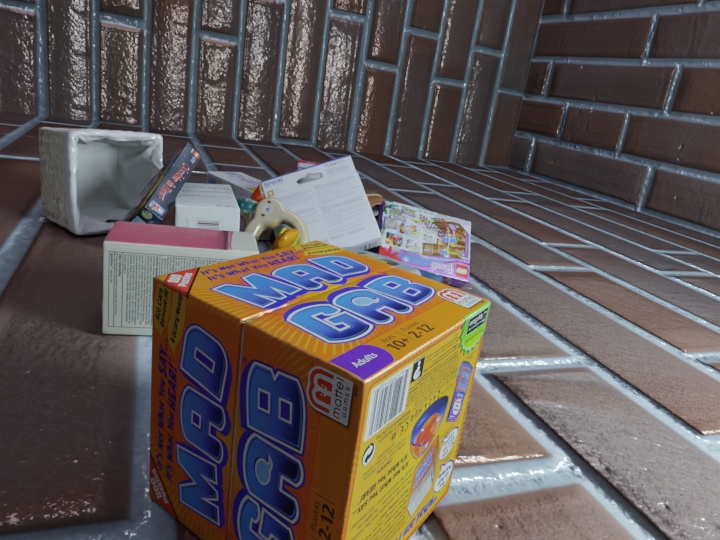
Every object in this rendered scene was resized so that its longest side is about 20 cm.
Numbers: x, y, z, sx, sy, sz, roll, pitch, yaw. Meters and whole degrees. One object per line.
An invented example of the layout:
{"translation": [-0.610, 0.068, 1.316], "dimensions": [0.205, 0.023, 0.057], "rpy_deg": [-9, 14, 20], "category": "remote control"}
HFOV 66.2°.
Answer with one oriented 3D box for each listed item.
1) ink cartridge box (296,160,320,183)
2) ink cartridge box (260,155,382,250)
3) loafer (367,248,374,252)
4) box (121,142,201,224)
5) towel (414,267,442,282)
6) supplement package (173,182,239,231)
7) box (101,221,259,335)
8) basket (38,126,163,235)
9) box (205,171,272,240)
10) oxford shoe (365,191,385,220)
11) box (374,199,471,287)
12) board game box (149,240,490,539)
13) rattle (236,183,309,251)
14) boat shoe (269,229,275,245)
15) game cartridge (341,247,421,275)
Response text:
{"translation": [-0.084, -0.197, 1.313], "dimensions": [0.143, 0.085, 0.200], "rpy_deg": [7, 20, -9], "category": "ink cartridge box"}
{"translation": [-0.079, -0.112, 1.085], "dimensions": [0.194, 0.043, 0.202], "rpy_deg": [-17, 64, -5], "category": "ink cartridge box"}
{"translation": [-0.003, -0.084, 1.254], "dimensions": [0.070, 0.070, 0.200], "rpy_deg": [49, 4, -30], "category": "loafer"}
{"translation": [-0.386, -0.141, 1.045], "dimensions": [0.038, 0.136, 0.202], "rpy_deg": [41, 39, -26], "category": "box"}
{"translation": [0.051, 0.035, 0.980], "dimensions": [0.111, 0.049, 0.198], "rpy_deg": [19, 22, 40], "category": "towel"}
{"translation": [-0.304, -0.093, 1.077], "dimensions": [0.116, 0.119, 0.200], "rpy_deg": [0, 19, -18], "category": "supplement package"}
{"translation": [-0.248, 0.012, 0.773], "dimensions": [0.197, 0.130, 0.109], "rpy_deg": [4, 18, -17], "category": "box"}
{"translation": [-0.533, -0.190, 1.140], "dimensions": [0.159, 0.203, 0.197], "rpy_deg": [15, 18, 36], "category": "basket"}
{"translation": [-0.267, -0.152, 1.278], "dimensions": [0.199, 0.114, 0.101], "rpy_deg": [25, 23, 39], "category": "box"}
{"translation": [-0.020, -0.125, 1.181], "dimensions": [0.198, 0.072, 0.071], "rpy_deg": [-17, 36, -27], "category": "oxford shoe"}
{"translation": [0.128, -0.054, 1.124], "dimensions": [0.197, 0.139, 0.039], "rpy_deg": [13, -24, -13], "category": "box"}
{"translation": [-0.035, 0.109, 0.470], "dimensions": [0.198, 0.203, 0.199], "rpy_deg": [19, 21, 30], "category": "board game box"}
{"translation": [-0.176, -0.097, 0.989], "dimensions": [0.129, 0.202, 0.143], "rpy_deg": [-26, -19, 12], "category": "rattle"}
{"translation": [-0.089, -0.059, 1.121], "dimensions": [0.197, 0.086, 0.069], "rpy_deg": [8, -6, 4], "category": "boat shoe"}
{"translation": [0.000, 0.000, 0.937], "dimensions": [0.132, 0.042, 0.199], "rpy_deg": [-6, 18, -45], "category": "game cartridge"}
